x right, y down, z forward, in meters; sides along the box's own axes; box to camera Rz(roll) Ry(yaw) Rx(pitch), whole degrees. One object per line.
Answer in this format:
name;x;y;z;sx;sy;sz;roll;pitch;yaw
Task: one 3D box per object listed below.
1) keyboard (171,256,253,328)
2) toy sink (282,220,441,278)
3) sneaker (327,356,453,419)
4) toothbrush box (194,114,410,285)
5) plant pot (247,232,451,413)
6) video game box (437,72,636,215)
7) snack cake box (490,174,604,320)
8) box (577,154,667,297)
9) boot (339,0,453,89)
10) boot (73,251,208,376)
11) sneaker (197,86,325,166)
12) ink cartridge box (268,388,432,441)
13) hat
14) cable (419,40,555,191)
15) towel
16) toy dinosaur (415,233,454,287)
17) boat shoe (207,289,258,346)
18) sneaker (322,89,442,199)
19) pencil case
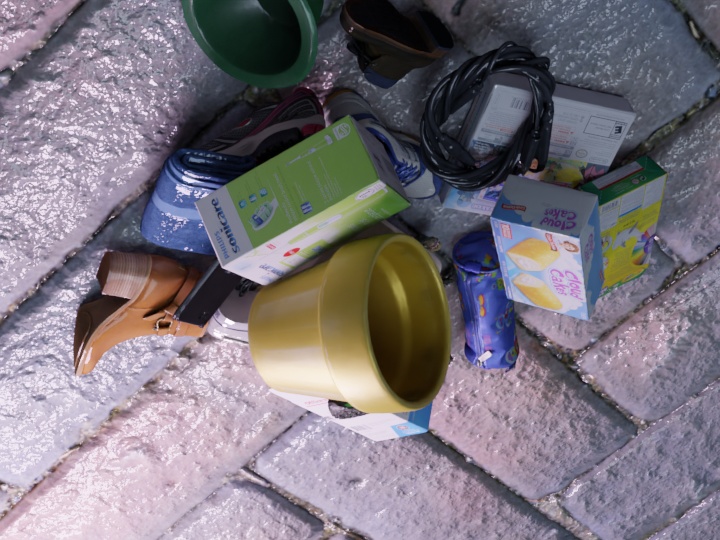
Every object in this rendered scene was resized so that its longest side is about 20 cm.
keyboard;-0.146;-0.012;1.764;0.200;0.021;0.127;-51;157;7
toy sink;0.000;0.000;1.780;0.130;0.112;0.200;33;120;-12
sneaker;0.027;0.127;1.843;0.078;0.199;0.086;-26;95;51
toothbrush box;-0.061;-0.074;1.587;0.198;0.087;0.146;-27;166;9
plant pot;-0.021;0.067;1.656;0.187;0.202;0.201;-7;138;31
video game box;0.216;-0.146;1.778;0.198;0.047;0.184;9;124;-20
snack cake box;0.233;-0.026;1.756;0.114;0.068;0.201;16;154;21
box;0.328;-0.045;1.856;0.116;0.048;0.201;-24;140;-22
boot;0.019;-0.244;1.591;0.097;0.075;0.199;-38;159;28
boot;-0.274;0.068;1.814;0.153;0.074;0.201;11;128;-27
sneaker;-0.126;-0.147;1.674;0.198;0.075;0.081;-17;154;21
ink cartridge box;-0.011;0.159;1.925;0.199;0.067;0.115;29;151;-32
hat;-0.071;-0.315;1.583;0.198;0.176;0.167;15;134;25
cable;0.149;-0.183;1.678;0.161;0.051;0.201;-3;133;-4
towel;-0.190;-0.078;1.670;0.110;0.049;0.200;7;157;-17
toy dinosaur;0.070;0.024;1.885;0.087;0.048;0.201;17;127;-22
boat shoe;-0.102;0.074;1.864;0.198;0.073;0.066;5;142;-24
sneaker;0.029;-0.129;1.716;0.199;0.089;0.075;33;114;-35
pencil case;0.167;0.046;1.899;0.077;0.087;0.202;10;134;22
